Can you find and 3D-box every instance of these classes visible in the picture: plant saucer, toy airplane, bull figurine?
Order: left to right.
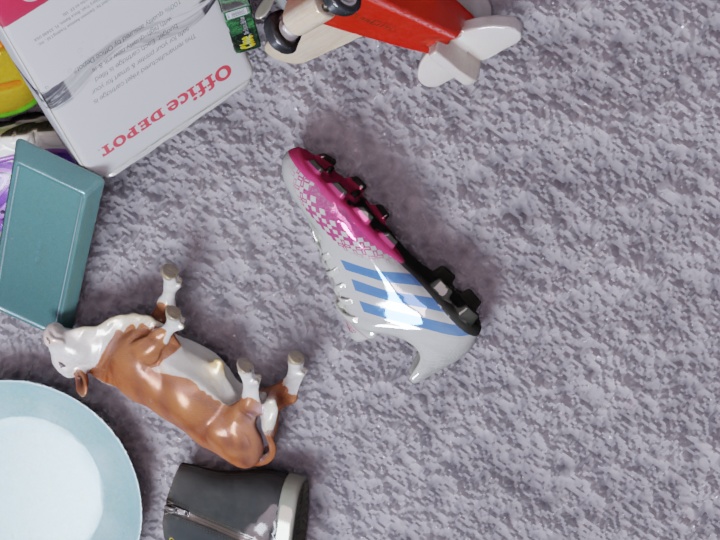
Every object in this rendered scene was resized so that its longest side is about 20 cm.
[{"bbox_3d":[-0.263,0.178,1.748,0.200,0.039,0.202,2,104,9],"label":"plant saucer"},{"bbox_3d":[-0.236,-0.018,1.648,0.070,0.019,0.200,25,144,3],"label":"plant saucer"},{"bbox_3d":[-0.139,0.072,1.683,0.199,0.065,0.122,31,131,-6],"label":"bull figurine"},{"bbox_3d":[0.020,-0.209,1.561,0.199,0.199,0.142,-7,69,2],"label":"toy airplane"}]

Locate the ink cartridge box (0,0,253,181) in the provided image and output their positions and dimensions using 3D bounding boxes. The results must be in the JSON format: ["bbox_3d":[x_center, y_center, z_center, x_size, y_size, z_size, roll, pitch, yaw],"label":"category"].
[{"bbox_3d":[-0.181,-0.184,1.557,0.145,0.083,0.200,-34,134,-9],"label":"ink cartridge box"}]

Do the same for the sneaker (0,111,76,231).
[{"bbox_3d":[-0.297,-0.064,1.677,0.199,0.081,0.084,-6,108,9],"label":"sneaker"}]

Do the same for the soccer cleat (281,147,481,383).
[{"bbox_3d":[0.000,0.000,1.649,0.200,0.070,0.086,45,105,-4],"label":"soccer cleat"}]

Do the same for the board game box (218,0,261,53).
[{"bbox_3d":[-0.105,-0.255,1.510,0.023,0.105,0.201,-15,80,-3],"label":"board game box"}]

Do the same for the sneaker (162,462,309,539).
[{"bbox_3d":[-0.103,0.247,1.729,0.106,0.075,0.201,9,95,11],"label":"sneaker"}]

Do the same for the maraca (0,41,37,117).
[{"bbox_3d":[-0.299,-0.199,1.622,0.137,0.107,0.200,-27,109,26],"label":"maraca"}]
